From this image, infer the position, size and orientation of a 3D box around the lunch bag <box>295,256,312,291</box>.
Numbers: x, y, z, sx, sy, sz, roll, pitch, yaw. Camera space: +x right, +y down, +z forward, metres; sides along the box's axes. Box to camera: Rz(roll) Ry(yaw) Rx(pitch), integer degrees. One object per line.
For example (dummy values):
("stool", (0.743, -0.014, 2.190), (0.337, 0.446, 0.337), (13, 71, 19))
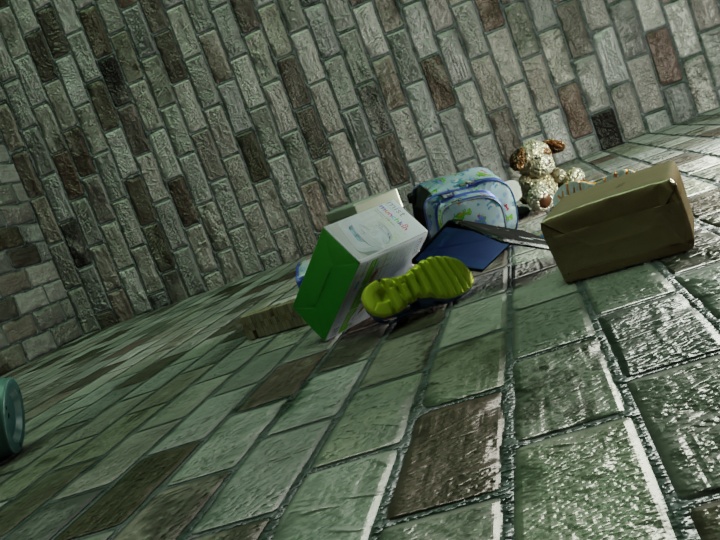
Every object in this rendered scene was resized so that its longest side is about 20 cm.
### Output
("lunch bag", (-0.049, 0.007, 1.811), (0.169, 0.124, 0.200), (-20, -3, 5))

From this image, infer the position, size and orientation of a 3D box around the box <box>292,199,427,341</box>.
("box", (0.000, 0.000, 1.399), (0.176, 0.097, 0.200), (-27, -28, -41))

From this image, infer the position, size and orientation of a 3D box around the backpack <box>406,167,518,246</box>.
("backpack", (0.221, -0.105, 1.661), (0.199, 0.184, 0.147), (-21, 29, -13))

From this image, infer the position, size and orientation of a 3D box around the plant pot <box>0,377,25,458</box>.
("plant pot", (-0.694, 0.265, 1.416), (0.187, 0.201, 0.200), (-6, 4, -10))

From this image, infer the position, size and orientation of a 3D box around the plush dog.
("plush dog", (0.462, -0.256, 2.118), (0.200, 0.172, 0.160), (-23, 15, -29))

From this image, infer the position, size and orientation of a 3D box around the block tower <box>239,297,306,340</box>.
("block tower", (-0.163, 0.096, 1.712), (0.199, 0.058, 0.054), (-19, 6, 31))

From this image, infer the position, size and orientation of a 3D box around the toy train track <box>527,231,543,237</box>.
("toy train track", (0.398, -0.092, 1.614), (0.200, 0.033, 0.115), (-17, 7, 41))

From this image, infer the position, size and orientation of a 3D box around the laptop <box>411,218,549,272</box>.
("laptop", (0.219, -0.023, 1.363), (0.177, 0.104, 0.200), (6, 15, -36))

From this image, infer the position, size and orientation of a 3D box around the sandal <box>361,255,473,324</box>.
("sandal", (0.089, 0.036, 1.327), (0.199, 0.080, 0.087), (-14, -22, -16))

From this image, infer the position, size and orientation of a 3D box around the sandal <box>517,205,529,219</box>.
("sandal", (0.374, -0.144, 2.095), (0.075, 0.045, 0.200), (-16, 8, 40))

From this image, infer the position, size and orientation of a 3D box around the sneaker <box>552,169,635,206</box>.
("sneaker", (0.504, -0.160, 1.724), (0.199, 0.079, 0.077), (-12, -3, 37))

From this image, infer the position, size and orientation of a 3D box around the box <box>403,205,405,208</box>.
("box", (0.079, -0.135, 2.733), (0.148, 0.105, 0.200), (-19, 6, 19))

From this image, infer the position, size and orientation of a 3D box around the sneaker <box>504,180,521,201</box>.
("sneaker", (0.419, -0.228, 2.594), (0.200, 0.073, 0.114), (-25, 4, -34))

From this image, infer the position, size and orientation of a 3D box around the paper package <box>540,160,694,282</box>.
("paper package", (0.376, -0.073, 1.180), (0.190, 0.104, 0.200), (-17, 7, 26))

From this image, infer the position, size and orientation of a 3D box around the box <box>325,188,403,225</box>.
("box", (0.034, -0.044, 1.592), (0.109, 0.201, 0.128), (-24, 7, -27))
